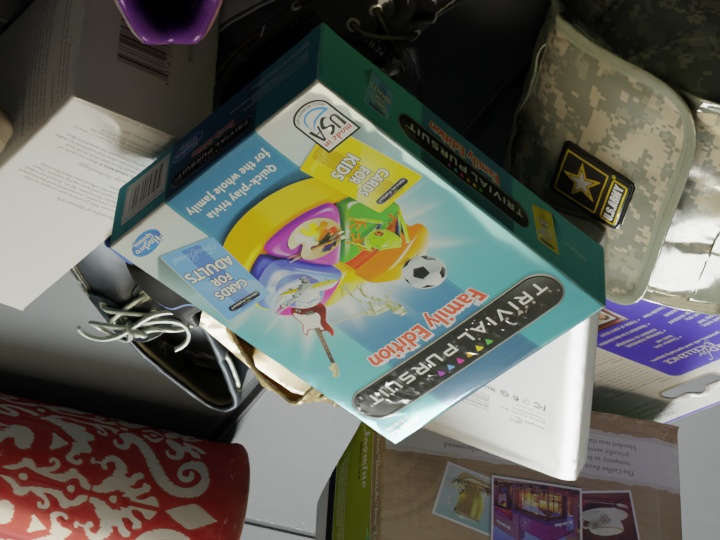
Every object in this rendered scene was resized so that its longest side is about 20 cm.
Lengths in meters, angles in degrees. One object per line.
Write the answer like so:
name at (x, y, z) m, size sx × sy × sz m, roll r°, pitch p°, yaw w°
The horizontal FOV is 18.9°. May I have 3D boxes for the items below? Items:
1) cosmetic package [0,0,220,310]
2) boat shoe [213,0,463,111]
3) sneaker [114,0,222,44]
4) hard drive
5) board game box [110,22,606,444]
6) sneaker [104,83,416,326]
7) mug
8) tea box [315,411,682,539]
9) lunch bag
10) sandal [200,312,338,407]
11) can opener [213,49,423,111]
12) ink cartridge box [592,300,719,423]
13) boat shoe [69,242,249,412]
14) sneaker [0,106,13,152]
cosmetic package at (-0.164, -0.074, 1.156) m, size 0.085 × 0.108 × 0.200 m, roll 21°, pitch 145°, yaw -28°
boat shoe at (-0.002, -0.129, 1.097) m, size 0.199 × 0.067 × 0.070 m, roll -19°, pitch 142°, yaw 30°
sneaker at (-0.091, -0.179, 1.006) m, size 0.080 × 0.089 × 0.200 m, roll 2°, pitch 146°, yaw 2°
hard drive at (0.068, 0.030, 1.206) m, size 0.131 × 0.026 × 0.200 m, roll 19°, pitch 142°, yaw 18°
board game box at (0.001, -0.011, 1.077) m, size 0.200 × 0.047 × 0.151 m, roll 36°, pitch 126°, yaw -27°
sneaker at (-0.038, -0.032, 1.141) m, size 0.199 × 0.070 × 0.078 m, roll -21°, pitch 126°, yaw 29°
mug at (-0.201, 0.171, 1.525) m, size 0.199 × 0.134 × 0.178 m, roll 18°, pitch 143°, yaw -18°
tea box at (0.084, 0.184, 1.400) m, size 0.199 × 0.134 × 0.197 m, roll 10°, pitch 148°, yaw -12°
lunch bag at (0.175, -0.064, 1.139) m, size 0.199 × 0.118 × 0.164 m, roll 7°, pitch 138°, yaw -5°
sandal at (-0.048, 0.050, 1.305) m, size 0.078 × 0.070 × 0.212 m, roll -36°, pitch 128°, yaw 21°
can opener at (-0.058, -0.069, 1.183) m, size 0.199 × 0.067 × 0.053 m, roll -25°, pitch 124°, yaw 18°
ink cartridge box at (0.152, 0.032, 1.337) m, size 0.199 × 0.044 × 0.198 m, roll 25°, pitch 149°, yaw -26°
boat shoe at (-0.130, 0.023, 1.346) m, size 0.075 × 0.062 × 0.200 m, roll -10°, pitch 145°, yaw 22°
sneaker at (-0.257, -0.069, 1.129) m, size 0.070 × 0.076 × 0.200 m, roll 49°, pitch 158°, yaw -27°
